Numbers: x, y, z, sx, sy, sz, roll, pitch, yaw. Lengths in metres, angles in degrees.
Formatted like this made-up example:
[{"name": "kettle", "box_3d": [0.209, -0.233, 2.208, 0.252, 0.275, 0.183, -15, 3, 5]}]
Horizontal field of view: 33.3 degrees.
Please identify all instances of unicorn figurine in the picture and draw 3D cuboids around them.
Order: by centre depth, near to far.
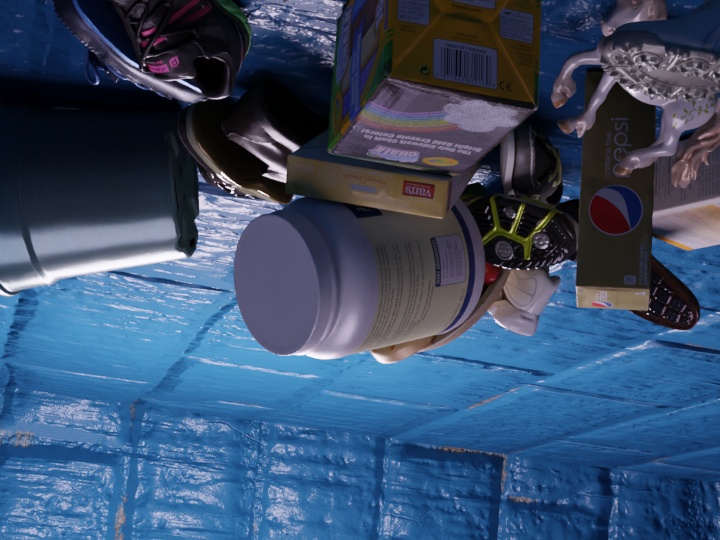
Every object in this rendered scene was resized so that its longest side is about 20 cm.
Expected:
[{"name": "unicorn figurine", "box_3d": [0.219, -0.153, 0.952, 0.199, 0.074, 0.137, 23, 126, -32]}]

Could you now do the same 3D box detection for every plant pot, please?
[{"name": "plant pot", "box_3d": [-0.271, -0.079, 1.221, 0.194, 0.202, 0.200, -3, 163, 2]}]

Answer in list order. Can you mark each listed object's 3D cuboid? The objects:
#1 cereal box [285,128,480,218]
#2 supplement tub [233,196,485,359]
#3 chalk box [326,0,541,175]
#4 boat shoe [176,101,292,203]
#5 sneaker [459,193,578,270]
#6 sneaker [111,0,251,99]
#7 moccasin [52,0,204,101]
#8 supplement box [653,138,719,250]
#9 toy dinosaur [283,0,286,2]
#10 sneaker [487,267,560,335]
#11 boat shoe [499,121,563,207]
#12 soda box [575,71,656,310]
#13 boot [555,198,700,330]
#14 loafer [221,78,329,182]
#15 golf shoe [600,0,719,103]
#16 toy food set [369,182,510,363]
[{"name": "cereal box", "box_3d": [0.027, -0.099, 1.100, 0.143, 0.040, 0.200, 10, -162, 11]}, {"name": "supplement tub", "box_3d": [0.000, 0.000, 1.092, 0.199, 0.146, 0.144, -10, 176, -41]}, {"name": "chalk box", "box_3d": [0.048, -0.158, 0.958, 0.123, 0.125, 0.200, 8, 164, -16]}, {"name": "boat shoe", "box_3d": [-0.136, -0.113, 1.228, 0.065, 0.072, 0.201, -4, 165, 25]}, {"name": "sneaker", "box_3d": [0.132, -0.049, 1.185, 0.199, 0.076, 0.076, 8, -155, 40]}, {"name": "sneaker", "box_3d": [-0.151, -0.197, 0.949, 0.076, 0.085, 0.200, -7, 159, 32]}, {"name": "moccasin", "box_3d": [-0.196, -0.182, 1.015, 0.068, 0.081, 0.200, -10, 158, 25]}, {"name": "supplement box", "box_3d": [0.368, -0.083, 1.191, 0.125, 0.074, 0.199, 17, 161, -37]}, {"name": "toy dinosaur", "box_3d": [-0.020, -0.247, 0.827, 0.106, 0.061, 0.200, 25, 164, 20]}, {"name": "sneaker", "box_3d": [0.168, -0.020, 1.327, 0.075, 0.201, 0.081, 16, 124, -27]}, {"name": "boat shoe", "box_3d": [0.170, -0.104, 1.195, 0.060, 0.073, 0.202, 1, 169, 10]}, {"name": "soda box", "box_3d": [0.224, -0.071, 1.054, 0.063, 0.202, 0.068, 2, 163, 12]}, {"name": "boot", "box_3d": [0.293, -0.020, 1.269, 0.097, 0.200, 0.075, -27, 146, -38]}, {"name": "loafer", "box_3d": [-0.066, -0.120, 1.197, 0.071, 0.074, 0.200, -18, 145, 26]}, {"name": "golf shoe", "box_3d": [0.262, -0.174, 0.873, 0.198, 0.098, 0.078, 1, 170, -19]}, {"name": "toy food set", "box_3d": [0.084, 0.003, 1.297, 0.200, 0.199, 0.049, -38, 119, 23]}]
